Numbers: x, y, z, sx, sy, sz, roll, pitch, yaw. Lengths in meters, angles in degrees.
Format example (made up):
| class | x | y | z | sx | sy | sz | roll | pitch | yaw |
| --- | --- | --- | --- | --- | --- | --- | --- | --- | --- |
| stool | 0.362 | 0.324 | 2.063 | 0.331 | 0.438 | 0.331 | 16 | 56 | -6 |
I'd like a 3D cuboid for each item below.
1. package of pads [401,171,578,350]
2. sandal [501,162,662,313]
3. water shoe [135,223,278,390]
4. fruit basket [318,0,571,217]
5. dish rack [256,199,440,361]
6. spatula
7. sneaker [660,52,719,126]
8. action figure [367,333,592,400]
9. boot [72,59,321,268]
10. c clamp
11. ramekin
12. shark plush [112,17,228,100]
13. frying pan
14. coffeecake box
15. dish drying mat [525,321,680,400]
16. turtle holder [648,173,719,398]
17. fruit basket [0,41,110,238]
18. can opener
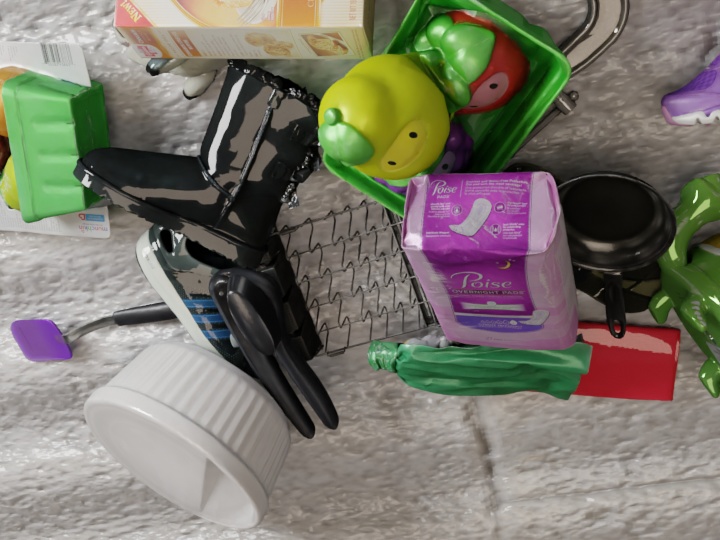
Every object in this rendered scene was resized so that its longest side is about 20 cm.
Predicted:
| class | x | y | z | sx | sy | sz | roll | pitch | yaw |
| --- | --- | --- | --- | --- | --- | --- | --- | --- | --- |
| package of pads | 0.113 | -0.002 | 0.892 | 0.120 | 0.076 | 0.200 | 0 | 153 | 16 |
| sandal | 0.193 | -0.027 | 0.991 | 0.201 | 0.057 | 0.080 | 34 | 108 | -23 |
| water shoe | -0.131 | 0.031 | 1.048 | 0.079 | 0.072 | 0.200 | -36 | 105 | 18 |
| fruit basket | 0.053 | -0.123 | 0.871 | 0.155 | 0.216 | 0.216 | 31 | 114 | -5 |
| dish rack | 0.000 | 0.000 | 1.028 | 0.199 | 0.055 | 0.154 | -16 | 111 | 12 |
| spatula | -0.264 | 0.056 | 1.103 | 0.199 | 0.021 | 0.057 | -14 | 123 | 11 |
| sneaker | 0.336 | -0.187 | 0.892 | 0.199 | 0.081 | 0.089 | -26 | 101 | 12 |
| action figure | 0.106 | 0.083 | 1.014 | 0.199 | 0.055 | 0.118 | 2 | 145 | -1 |
| boot | -0.131 | -0.110 | 0.953 | 0.198 | 0.073 | 0.163 | 25 | 101 | -10 |
| c clamp | 0.134 | -0.219 | 0.929 | 0.171 | 0.027 | 0.200 | -37 | 104 | 20 |
| ramekin | -0.158 | 0.155 | 1.052 | 0.202 | 0.094 | 0.203 | 25 | 148 | 16 |
| shark plush | -0.123 | -0.230 | 0.941 | 0.199 | 0.091 | 0.084 | -28 | 77 | 23 |
| frying pan | 0.229 | -0.019 | 0.933 | 0.115 | 0.031 | 0.190 | -18 | 130 | 34 |
| coffeecake box | -0.088 | -0.256 | 0.881 | 0.199 | 0.073 | 0.154 | 1 | 80 | 7 |
| dish drying mat | 0.205 | 0.084 | 1.054 | 0.199 | 0.018 | 0.077 | 4 | 113 | 7 |
| turtle holder | 0.334 | 0.018 | 0.958 | 0.132 | 0.141 | 0.186 | -35 | 68 | -1 |
| fruit basket | -0.329 | -0.124 | 1.014 | 0.199 | 0.094 | 0.186 | 7 | 114 | 22 |
| can opener | -0.082 | 0.081 | 1.017 | 0.063 | 0.079 | 0.201 | -13 | 122 | 22 |
